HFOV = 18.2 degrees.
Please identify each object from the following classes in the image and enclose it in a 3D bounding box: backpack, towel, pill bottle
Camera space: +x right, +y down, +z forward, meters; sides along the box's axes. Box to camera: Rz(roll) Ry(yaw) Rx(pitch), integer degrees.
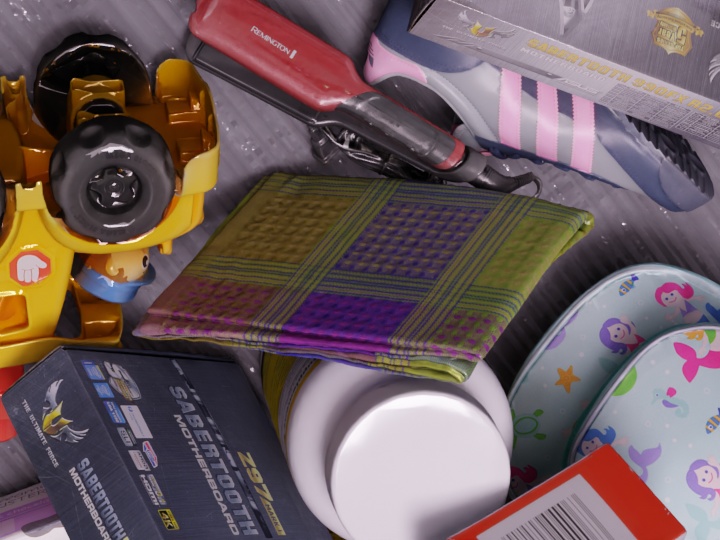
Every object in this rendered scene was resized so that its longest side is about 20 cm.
[{"bbox_3d":[0.171,0.098,1.173,0.200,0.151,0.178,39,89,15],"label":"backpack"},{"bbox_3d":[0.000,0.000,1.099,0.199,0.144,0.023,5,126,30],"label":"towel"},{"bbox_3d":[0.014,0.072,1.126,0.112,0.200,0.113,-2,105,-8],"label":"pill bottle"}]

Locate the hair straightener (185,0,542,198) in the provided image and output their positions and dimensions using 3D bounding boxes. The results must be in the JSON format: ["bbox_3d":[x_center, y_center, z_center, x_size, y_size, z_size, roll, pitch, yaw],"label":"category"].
[{"bbox_3d":[0.001,-0.079,1.158,0.199,0.077,0.041,26,71,-2],"label":"hair straightener"}]

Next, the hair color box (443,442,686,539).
[{"bbox_3d":[0.077,0.180,1.090,0.111,0.064,0.200,-27,150,-27],"label":"hair color box"}]

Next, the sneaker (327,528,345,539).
[{"bbox_3d":[-0.009,0.161,1.186,0.199,0.073,0.077,-21,96,18],"label":"sneaker"}]

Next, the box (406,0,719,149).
[{"bbox_3d":[0.136,-0.162,1.127,0.199,0.048,0.159,20,68,-12],"label":"box"}]

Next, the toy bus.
[{"bbox_3d":[-0.170,-0.007,1.124,0.199,0.136,0.193,-6,118,-10],"label":"toy bus"}]

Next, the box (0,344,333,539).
[{"bbox_3d":[-0.074,0.133,1.106,0.051,0.158,0.201,-37,68,20],"label":"box"}]

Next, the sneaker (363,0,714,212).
[{"bbox_3d":[0.092,-0.081,1.177,0.200,0.070,0.082,37,112,-11],"label":"sneaker"}]

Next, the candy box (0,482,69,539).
[{"bbox_3d":[-0.177,0.224,1.203,0.167,0.072,0.201,-20,107,-3],"label":"candy box"}]
